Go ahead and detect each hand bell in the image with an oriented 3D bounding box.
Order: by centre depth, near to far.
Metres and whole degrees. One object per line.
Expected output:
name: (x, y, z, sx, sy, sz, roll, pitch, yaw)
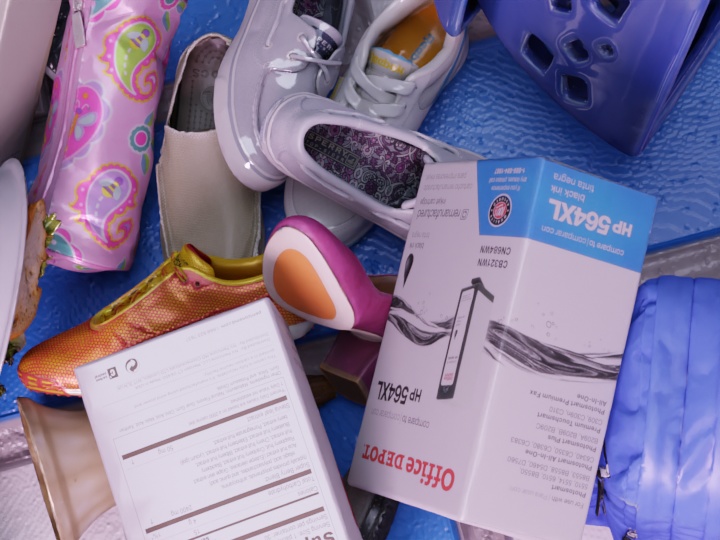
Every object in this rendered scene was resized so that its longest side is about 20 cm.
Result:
hand bell: (-0.110, 0.101, 1.087, 0.198, 0.104, 0.105, -17, 70, -14)

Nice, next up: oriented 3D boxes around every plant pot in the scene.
plant pot: (0.163, -0.230, 1.076, 0.178, 0.201, 0.200, 28, 50, 12)

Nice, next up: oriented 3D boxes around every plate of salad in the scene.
plate of salad: (-0.231, 0.030, 1.068, 0.048, 0.200, 0.203, 12, 70, -24)

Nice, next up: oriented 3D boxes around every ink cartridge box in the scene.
ink cartridge box: (0.078, 0.044, 0.972, 0.084, 0.146, 0.202, 17, 84, -25)

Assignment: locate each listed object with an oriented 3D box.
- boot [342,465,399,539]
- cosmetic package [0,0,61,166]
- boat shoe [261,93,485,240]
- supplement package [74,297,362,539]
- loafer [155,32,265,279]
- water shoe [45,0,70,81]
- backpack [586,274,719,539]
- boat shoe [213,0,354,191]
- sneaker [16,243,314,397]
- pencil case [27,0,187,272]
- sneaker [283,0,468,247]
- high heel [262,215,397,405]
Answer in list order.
boot: (-0.054, 0.161, 1.059, 0.129, 0.068, 0.202, 23, 77, 10)
cosmetic package: (-0.264, -0.148, 1.115, 0.103, 0.073, 0.202, 29, 121, 12)
boat shoe: (0.034, -0.057, 1.072, 0.199, 0.068, 0.073, 29, 92, -25)
supplement package: (-0.068, 0.136, 0.971, 0.118, 0.121, 0.202, -19, 81, -1)
loafer: (-0.104, -0.071, 1.141, 0.075, 0.068, 0.203, -5, 71, 3)
water shoe: (-0.232, -0.191, 1.193, 0.200, 0.079, 0.072, 42, 81, -10)
backpack: (0.190, 0.095, 0.992, 0.165, 0.200, 0.165, 2, 72, 5)
boat shoe: (-0.040, -0.145, 1.125, 0.072, 0.068, 0.202, 39, 50, -27)
sneaker: (-0.124, 0.025, 1.076, 0.198, 0.073, 0.078, -20, 112, -8)
pencil case: (-0.173, -0.100, 1.123, 0.086, 0.087, 0.203, 11, 90, 8)
sneaker: (0.006, -0.107, 1.138, 0.076, 0.081, 0.201, 26, 77, 11)
high heel: (0.000, 0.000, 1.039, 0.067, 0.201, 0.096, 19, 66, 29)
